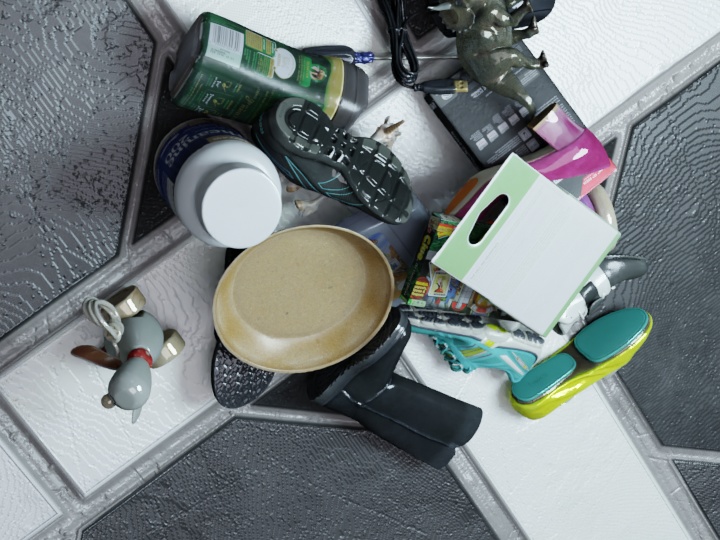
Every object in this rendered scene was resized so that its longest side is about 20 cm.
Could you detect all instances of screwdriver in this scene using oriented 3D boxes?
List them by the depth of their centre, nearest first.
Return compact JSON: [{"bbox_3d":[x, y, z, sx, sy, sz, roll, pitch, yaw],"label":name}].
[{"bbox_3d":[0.030,-0.239,1.690,0.200,0.028,0.029,-6,136,-13],"label":"screwdriver"}]

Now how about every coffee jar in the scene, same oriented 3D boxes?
[{"bbox_3d":[-0.095,-0.197,1.623,0.200,0.104,0.085,17,55,-21],"label":"coffee jar"}]

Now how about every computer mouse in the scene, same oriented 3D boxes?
[{"bbox_3d":[0.122,-0.266,1.669,0.200,0.046,0.141,-5,90,-5],"label":"computer mouse"}]

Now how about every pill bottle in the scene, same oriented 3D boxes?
[{"bbox_3d":[-0.146,-0.088,1.587,0.111,0.200,0.111,-5,107,-17],"label":"pill bottle"}]

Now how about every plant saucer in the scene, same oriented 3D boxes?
[{"bbox_3d":[-0.064,0.024,1.652,0.200,0.035,0.200,-8,128,-10],"label":"plant saucer"}]

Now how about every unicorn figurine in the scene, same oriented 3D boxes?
[{"bbox_3d":[-0.007,-0.089,1.701,0.137,0.074,0.200,-25,138,-6],"label":"unicorn figurine"}]

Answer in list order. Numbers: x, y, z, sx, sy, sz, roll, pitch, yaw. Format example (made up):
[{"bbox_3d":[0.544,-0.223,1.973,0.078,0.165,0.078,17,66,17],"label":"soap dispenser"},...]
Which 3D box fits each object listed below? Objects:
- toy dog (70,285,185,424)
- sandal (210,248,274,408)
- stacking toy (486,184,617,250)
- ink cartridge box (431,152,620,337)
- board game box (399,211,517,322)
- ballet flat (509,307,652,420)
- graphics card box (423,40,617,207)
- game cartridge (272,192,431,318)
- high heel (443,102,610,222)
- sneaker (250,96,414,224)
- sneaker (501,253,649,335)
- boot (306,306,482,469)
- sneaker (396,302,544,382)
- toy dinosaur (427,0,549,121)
[{"bbox_3d":[-0.260,0.096,1.629,0.096,0.200,0.132,-34,88,12],"label":"toy dog"},{"bbox_3d":[-0.131,0.056,1.726,0.075,0.045,0.200,5,90,-25],"label":"sandal"},{"bbox_3d":[0.194,-0.038,1.780,0.200,0.085,0.086,-16,110,-8],"label":"stacking toy"},{"bbox_3d":[0.171,-0.031,1.632,0.200,0.048,0.146,32,97,-36],"label":"ink cartridge box"},{"bbox_3d":[0.146,0.001,1.680,0.200,0.023,0.105,9,108,-31],"label":"board game box"},{"bbox_3d":[0.271,0.118,1.863,0.200,0.067,0.067,-33,134,-3],"label":"ballet flat"},{"bbox_3d":[0.180,-0.155,1.722,0.125,0.051,0.200,-38,95,-4],"label":"graphics card box"},{"bbox_3d":[0.000,0.000,1.708,0.200,0.042,0.133,-33,139,7],"label":"game cartridge"},{"bbox_3d":[0.176,-0.085,1.672,0.096,0.067,0.200,44,93,-13],"label":"high heel"},{"bbox_3d":[-0.028,-0.113,1.613,0.200,0.079,0.076,37,59,-24],"label":"sneaker"},{"bbox_3d":[0.248,0.029,1.795,0.200,0.074,0.089,-10,86,-13],"label":"sneaker"},{"bbox_3d":[0.064,0.138,1.765,0.200,0.066,0.165,32,126,-25],"label":"boot"},{"bbox_3d":[0.122,0.084,1.795,0.200,0.078,0.080,18,112,-20],"label":"sneaker"},{"bbox_3d":[0.140,-0.248,1.632,0.102,0.077,0.200,-16,131,9],"label":"toy dinosaur"}]
